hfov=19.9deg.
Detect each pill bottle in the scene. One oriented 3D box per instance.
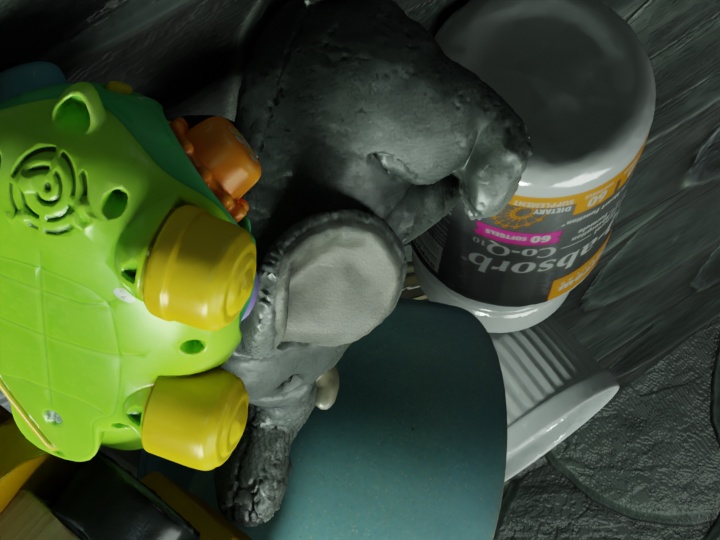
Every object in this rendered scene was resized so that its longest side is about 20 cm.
[{"bbox_3d":[0.081,-0.050,1.060,0.116,0.117,0.200,-32,160,-16],"label":"pill bottle"}]

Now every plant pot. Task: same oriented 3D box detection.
[{"bbox_3d":[-0.033,0.100,1.021,0.134,0.201,0.200,15,142,-23],"label":"plant pot"}]

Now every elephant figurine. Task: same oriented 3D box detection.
[{"bbox_3d":[-0.030,-0.008,0.851,0.200,0.155,0.141,-52,-169,-10],"label":"elephant figurine"}]

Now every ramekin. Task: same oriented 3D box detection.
[{"bbox_3d":[0.132,0.126,1.916,0.200,0.105,0.200,-34,167,-9],"label":"ramekin"}]

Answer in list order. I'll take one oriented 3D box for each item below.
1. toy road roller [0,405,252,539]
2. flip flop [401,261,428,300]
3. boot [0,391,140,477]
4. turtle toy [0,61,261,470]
[{"bbox_3d":[-0.138,0.123,0.877,0.123,0.146,0.200,-51,157,-5],"label":"toy road roller"},{"bbox_3d":[0.000,0.000,1.232,0.199,0.058,0.081,-12,162,-27],"label":"flip flop"},{"bbox_3d":[-0.142,0.089,1.041,0.073,0.096,0.200,-25,173,26],"label":"boot"},{"bbox_3d":[-0.096,0.003,0.753,0.201,0.145,0.101,96,18,-47],"label":"turtle toy"}]
